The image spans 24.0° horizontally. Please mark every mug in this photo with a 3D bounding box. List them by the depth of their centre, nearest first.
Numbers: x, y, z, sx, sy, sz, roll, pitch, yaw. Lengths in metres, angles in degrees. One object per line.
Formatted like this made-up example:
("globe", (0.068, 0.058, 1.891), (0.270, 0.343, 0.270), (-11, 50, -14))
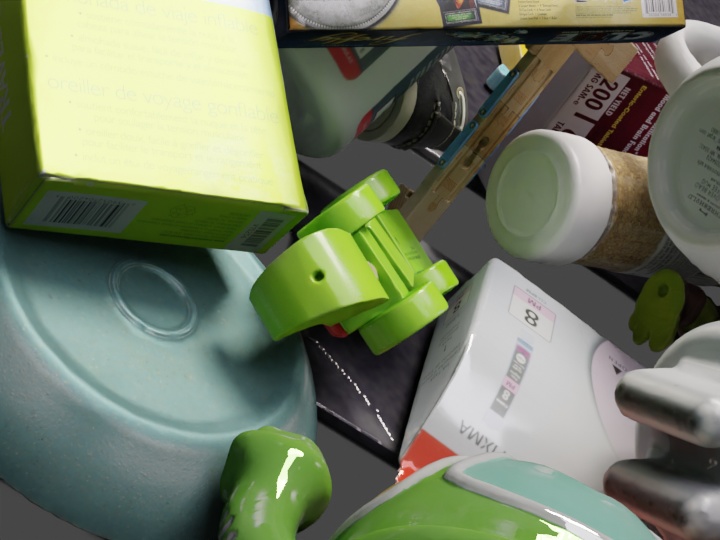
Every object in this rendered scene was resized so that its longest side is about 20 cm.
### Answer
("mug", (0.226, -0.063, 0.866), (0.175, 0.148, 0.200), (6, 37, -35))

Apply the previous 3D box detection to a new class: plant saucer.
("plant saucer", (-0.092, 0.021, 0.695), (0.200, 0.036, 0.200), (27, 36, -22))

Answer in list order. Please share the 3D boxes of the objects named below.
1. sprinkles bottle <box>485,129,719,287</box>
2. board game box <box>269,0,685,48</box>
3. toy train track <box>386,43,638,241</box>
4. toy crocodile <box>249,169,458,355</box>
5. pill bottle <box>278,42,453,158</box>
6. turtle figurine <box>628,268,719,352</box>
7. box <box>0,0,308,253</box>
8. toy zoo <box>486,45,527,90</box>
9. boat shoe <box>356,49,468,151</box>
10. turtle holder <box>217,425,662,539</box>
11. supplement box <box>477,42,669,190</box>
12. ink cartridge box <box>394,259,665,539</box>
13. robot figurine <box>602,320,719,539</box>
("sprinkles bottle", (0.160, -0.028, 0.924), (0.200, 0.068, 0.068), (8, 46, -40))
("board game box", (0.050, -0.173, 0.786), (0.199, 0.035, 0.136), (-3, 85, -20))
("toy train track", (0.077, -0.102, 0.877), (0.033, 0.200, 0.115), (43, 7, 37))
("toy crocodile", (0.000, 0.000, 0.769), (0.068, 0.062, 0.200), (56, 10, -2))
("pill bottle", (0.013, -0.162, 0.855), (0.120, 0.120, 0.200), (45, 70, 4))
("turtle figurine", (0.221, 0.054, 0.899), (0.161, 0.064, 0.200), (26, 19, -51))
("box", (-0.096, -0.109, 0.714), (0.122, 0.048, 0.200), (6, 61, -33))
("toy zoo", (0.162, -0.101, 1.115), (0.200, 0.020, 0.131), (17, 41, -35))
("boat shoe", (0.009, -0.154, 0.967), (0.067, 0.072, 0.200), (5, 56, -36))
("turtle holder", (0.036, 0.134, 0.627), (0.185, 0.141, 0.132), (2, 26, 21))
("supplement box", (0.172, -0.069, 1.005), (0.200, 0.109, 0.061), (17, 33, -33))
("ink cartridge box", (0.097, 0.102, 0.778), (0.162, 0.057, 0.200), (37, 29, -10))
("robot figurine", (0.204, 0.078, 0.760), (0.200, 0.170, 0.113), (2, 12, -32))
